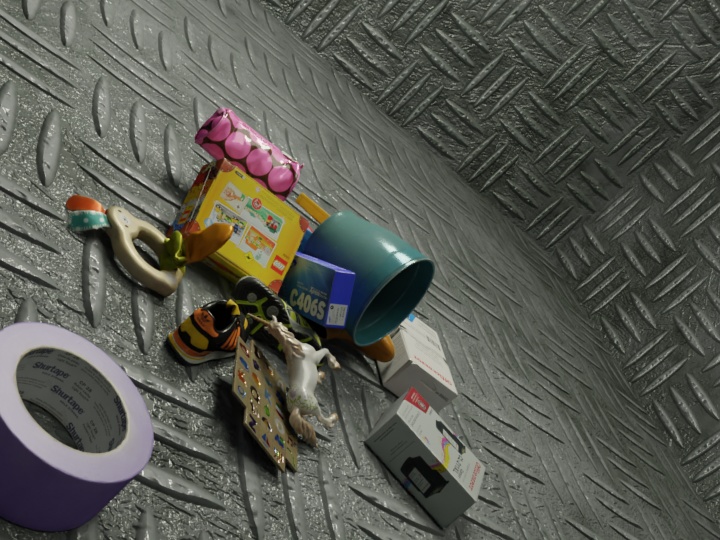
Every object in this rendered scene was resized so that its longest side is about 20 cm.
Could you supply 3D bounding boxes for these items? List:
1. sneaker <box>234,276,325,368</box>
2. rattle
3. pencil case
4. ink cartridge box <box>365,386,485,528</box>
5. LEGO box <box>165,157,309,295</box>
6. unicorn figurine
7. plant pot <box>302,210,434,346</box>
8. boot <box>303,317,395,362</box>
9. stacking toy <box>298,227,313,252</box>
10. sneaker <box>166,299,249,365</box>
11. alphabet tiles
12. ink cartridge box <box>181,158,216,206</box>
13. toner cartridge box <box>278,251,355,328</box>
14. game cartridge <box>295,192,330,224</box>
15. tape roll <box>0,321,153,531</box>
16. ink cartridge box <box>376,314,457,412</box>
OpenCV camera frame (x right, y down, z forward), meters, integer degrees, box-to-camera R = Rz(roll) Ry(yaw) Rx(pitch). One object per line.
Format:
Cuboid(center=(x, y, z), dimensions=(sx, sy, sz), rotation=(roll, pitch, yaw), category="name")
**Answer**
Cuboid(center=(-0.140, 0.086, 1.503), dimensions=(0.200, 0.075, 0.077), rotation=(51, 7, -22), category="sneaker")
Cuboid(center=(-0.312, -0.069, 1.320), dimensions=(0.200, 0.142, 0.131), rotation=(48, 36, -17), category="rattle")
Cuboid(center=(-0.203, -0.215, 1.659), dimensions=(0.199, 0.094, 0.091), rotation=(36, 21, -23), category="pencil case")
Cuboid(center=(0.116, 0.319, 1.559), dimensions=(0.200, 0.083, 0.146), rotation=(47, 18, 1), category="ink cartridge box")
Cuboid(center=(-0.203, -0.068, 1.526), dimensions=(0.199, 0.077, 0.150), rotation=(37, 65, -29), category="LEGO box")
Cuboid(center=(-0.089, 0.157, 1.378), dimensions=(0.137, 0.073, 0.202), rotation=(37, 31, -49), category="unicorn figurine")
Cuboid(center=(0.000, 0.000, 1.632), dimensions=(0.188, 0.201, 0.199), rotation=(43, 15, 24), category="plant pot")
Cuboid(center=(-0.032, 0.114, 1.692), dimensions=(0.201, 0.071, 0.144), rotation=(45, 23, 8), category="boot")
Cuboid(center=(-0.146, -0.067, 1.771), dimensions=(0.116, 0.110, 0.200), rotation=(41, 8, -17), category="stacking toy")
Cuboid(center=(-0.199, 0.079, 1.330), dimensions=(0.070, 0.090, 0.200), rotation=(49, 19, 8), category="sneaker")
Cuboid(center=(-0.136, 0.192, 1.303), dimensions=(0.167, 0.006, 0.201), rotation=(57, 13, -27), category="alphabet tiles")
Cuboid(center=(-0.238, -0.130, 1.685), dimensions=(0.147, 0.086, 0.201), rotation=(41, 21, -16), category="ink cartridge box")
Cuboid(center=(-0.085, 0.029, 1.543), dimensions=(0.043, 0.096, 0.199), rotation=(10, 5, -33), category="toner cartridge box")
Cuboid(center=(-0.034, -0.073, 1.851), dimensions=(0.176, 0.033, 0.200), rotation=(41, -1, 29), category="game cartridge")
Cuboid(center=(-0.316, 0.156, 0.921), dimensions=(0.200, 0.085, 0.201), rotation=(42, 19, -18), category="tape roll")
Cuboid(center=(0.102, 0.177, 1.818), dimensions=(0.146, 0.084, 0.201), rotation=(38, 21, -28), category="ink cartridge box")
